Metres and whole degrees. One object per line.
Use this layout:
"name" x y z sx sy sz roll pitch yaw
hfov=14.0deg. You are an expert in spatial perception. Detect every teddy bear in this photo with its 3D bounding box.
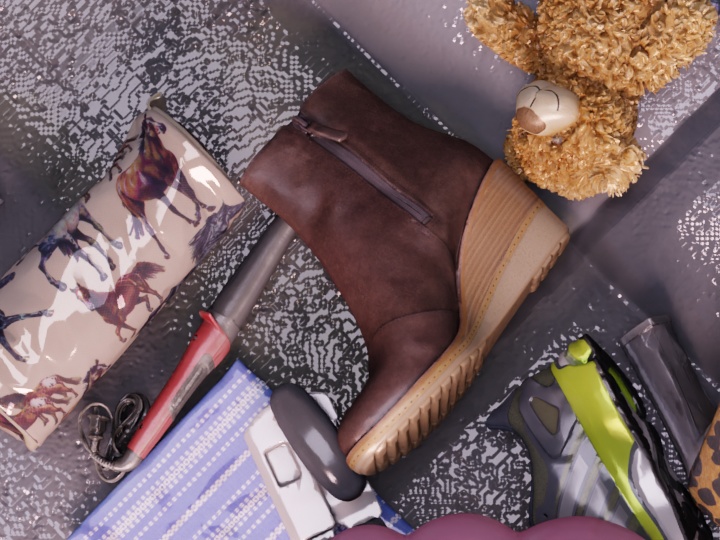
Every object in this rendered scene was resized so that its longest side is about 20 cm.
"teddy bear" 0.129 -0.141 1.617 0.145 0.067 0.200 34 95 21

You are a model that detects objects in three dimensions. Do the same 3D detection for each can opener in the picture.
"can opener" -0.005 0.156 1.589 0.053 0.067 0.200 -26 79 1

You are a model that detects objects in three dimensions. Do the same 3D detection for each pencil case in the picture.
"pencil case" -0.150 -0.001 1.635 0.089 0.078 0.200 41 89 5

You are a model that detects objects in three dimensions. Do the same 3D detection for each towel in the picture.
"towel" -0.048 0.169 1.633 0.200 0.024 0.145 44 89 9

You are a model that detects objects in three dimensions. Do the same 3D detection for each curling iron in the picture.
"curling iron" -0.091 0.033 1.647 0.050 0.026 0.200 35 86 29

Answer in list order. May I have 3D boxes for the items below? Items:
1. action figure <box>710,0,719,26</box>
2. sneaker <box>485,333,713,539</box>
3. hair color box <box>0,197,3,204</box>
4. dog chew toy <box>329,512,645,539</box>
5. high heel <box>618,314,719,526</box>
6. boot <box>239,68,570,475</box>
"action figure" 0.267 -0.179 1.596 0.200 0.105 0.194 3 72 15
"sneaker" 0.139 0.139 1.601 0.081 0.074 0.200 -29 78 17
"hair color box" -0.314 -0.021 1.663 0.200 0.061 0.099 -37 81 0
"dog chew toy" 0.064 0.182 1.521 0.200 0.125 0.125 9 84 5
"high heel" 0.241 0.053 1.562 0.200 0.071 0.143 -38 74 38
"boot" 0.000 0.000 1.608 0.166 0.072 0.200 33 65 11
